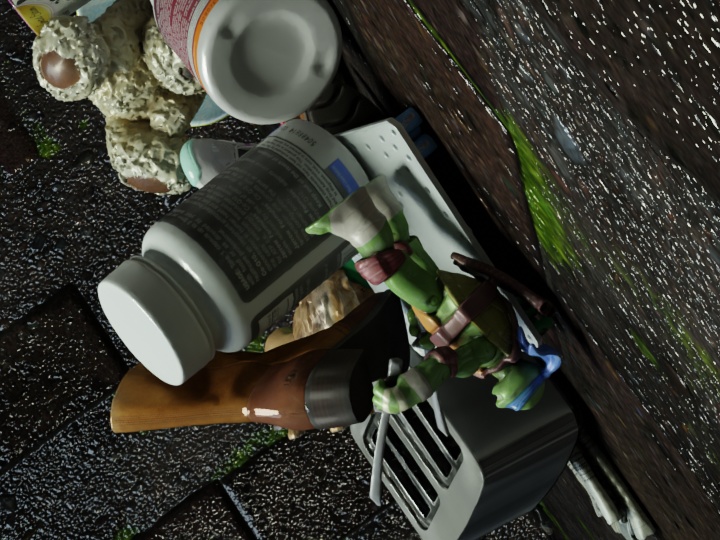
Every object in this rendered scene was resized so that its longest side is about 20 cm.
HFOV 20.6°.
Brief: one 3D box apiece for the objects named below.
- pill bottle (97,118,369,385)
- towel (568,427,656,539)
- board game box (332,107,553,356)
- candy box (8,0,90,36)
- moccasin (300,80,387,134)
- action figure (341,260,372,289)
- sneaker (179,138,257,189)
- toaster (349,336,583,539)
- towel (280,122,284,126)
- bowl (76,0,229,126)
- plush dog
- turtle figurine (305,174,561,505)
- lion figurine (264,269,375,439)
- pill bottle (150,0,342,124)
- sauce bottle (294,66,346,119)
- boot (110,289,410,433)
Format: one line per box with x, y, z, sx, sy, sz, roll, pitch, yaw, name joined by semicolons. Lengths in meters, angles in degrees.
-0.090;-0.012;1.466;0.114;0.200;0.114;41;156;23;pill bottle
0.188;0.161;1.777;0.201;0.034;0.193;55;177;3;towel
0.042;-0.025;1.494;0.201;0.026;0.200;56;157;-12;board game box
-0.210;-0.283;1.629;0.061;0.199;0.136;55;178;2;candy box
0.022;-0.067;1.611;0.201;0.074;0.078;46;170;-1;moccasin
0.000;0.000;1.690;0.199;0.118;0.055;22;-144;-41;action figure
-0.043;-0.096;1.673;0.199;0.140;0.078;22;-143;-34;sneaker
0.090;0.129;1.676;0.201;0.118;0.181;55;153;20;toaster
-0.063;-0.111;1.955;0.145;0.022;0.202;-129;40;-74;towel
-0.151;-0.245;1.807;0.201;0.199;0.108;55;-140;-6;bowl
-0.163;-0.189;1.709;0.200;0.171;0.161;54;-153;-34;plush dog
0.025;0.045;1.394;0.195;0.144;0.200;54;140;0;turtle figurine
-0.043;0.073;1.666;0.199;0.072;0.123;-20;92;56;lion figurine
-0.097;-0.200;1.537;0.115;0.114;0.200;56;177;-33;pill bottle
-0.043;-0.155;1.689;0.066;0.066;0.200;54;177;10;sauce bottle
-0.071;0.074;1.507;0.189;0.198;0.069;-60;-40;-56;boot
